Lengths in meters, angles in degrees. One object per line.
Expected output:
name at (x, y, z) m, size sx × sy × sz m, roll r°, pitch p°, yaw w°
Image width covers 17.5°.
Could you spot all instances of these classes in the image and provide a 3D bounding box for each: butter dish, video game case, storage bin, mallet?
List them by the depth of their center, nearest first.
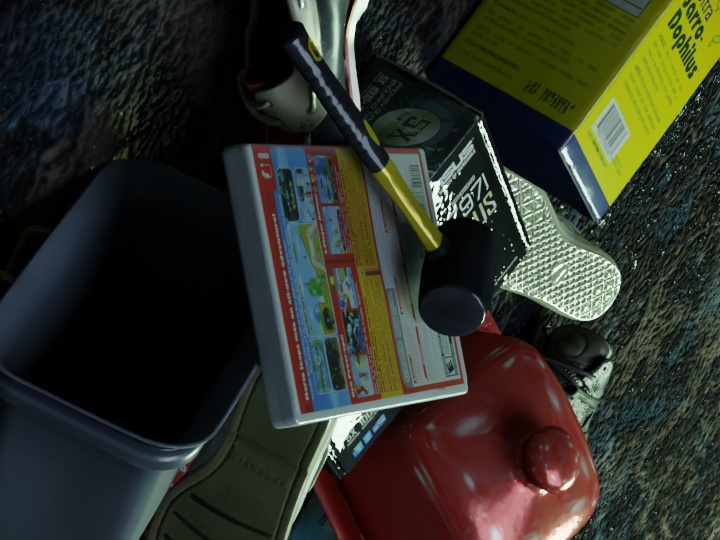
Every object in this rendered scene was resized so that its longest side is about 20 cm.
storage bin at (-0.132, 0.056, 1.216) m, size 0.200 × 0.145 × 0.135 m, roll -61°, pitch 176°, yaw -53°
mallet at (0.013, -0.045, 1.245) m, size 0.200 × 0.041 × 0.066 m, roll 50°, pitch 32°, yaw -35°
video game case at (-0.004, 0.004, 1.248) m, size 0.200 × 0.017 × 0.144 m, roll -4°, pitch 83°, yaw -62°
butter dish at (0.085, 0.129, 1.556) m, size 0.200 × 0.147 × 0.200 m, roll -34°, pitch 105°, yaw -37°

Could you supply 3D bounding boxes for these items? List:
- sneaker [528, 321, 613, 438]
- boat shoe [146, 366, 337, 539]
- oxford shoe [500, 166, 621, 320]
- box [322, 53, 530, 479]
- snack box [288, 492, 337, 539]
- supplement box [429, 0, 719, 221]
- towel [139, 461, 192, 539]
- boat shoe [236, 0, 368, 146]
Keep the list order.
sneaker at (0.122, 0.097, 1.729) m, size 0.199 × 0.076 × 0.115 m, roll -15°, pitch 129°, yaw -56°
boat shoe at (-0.054, 0.107, 1.305) m, size 0.200 × 0.075 × 0.068 m, roll -56°, pitch 178°, yaw 35°
oxford shoe at (0.107, -0.023, 1.608) m, size 0.075 × 0.058 × 0.200 m, roll -53°, pitch 137°, yaw 4°
box at (0.000, 0.000, 1.423) m, size 0.200 × 0.086 × 0.164 m, roll -50°, pitch 150°, yaw -14°
snack box at (-0.007, 0.218, 1.660) m, size 0.116 × 0.037 × 0.200 m, roll -57°, pitch 155°, yaw -27°
supplement box at (0.155, -0.154, 1.489) m, size 0.200 × 0.109 × 0.110 m, roll -53°, pitch 151°, yaw -8°
towel at (-0.141, 0.180, 1.348) m, size 0.200 × 0.145 × 0.022 m, roll -40°, pitch -175°, yaw -29°
boat shoe at (-0.037, -0.116, 1.265) m, size 0.062 × 0.071 × 0.201 m, roll -23°, pitch 142°, yaw -31°
